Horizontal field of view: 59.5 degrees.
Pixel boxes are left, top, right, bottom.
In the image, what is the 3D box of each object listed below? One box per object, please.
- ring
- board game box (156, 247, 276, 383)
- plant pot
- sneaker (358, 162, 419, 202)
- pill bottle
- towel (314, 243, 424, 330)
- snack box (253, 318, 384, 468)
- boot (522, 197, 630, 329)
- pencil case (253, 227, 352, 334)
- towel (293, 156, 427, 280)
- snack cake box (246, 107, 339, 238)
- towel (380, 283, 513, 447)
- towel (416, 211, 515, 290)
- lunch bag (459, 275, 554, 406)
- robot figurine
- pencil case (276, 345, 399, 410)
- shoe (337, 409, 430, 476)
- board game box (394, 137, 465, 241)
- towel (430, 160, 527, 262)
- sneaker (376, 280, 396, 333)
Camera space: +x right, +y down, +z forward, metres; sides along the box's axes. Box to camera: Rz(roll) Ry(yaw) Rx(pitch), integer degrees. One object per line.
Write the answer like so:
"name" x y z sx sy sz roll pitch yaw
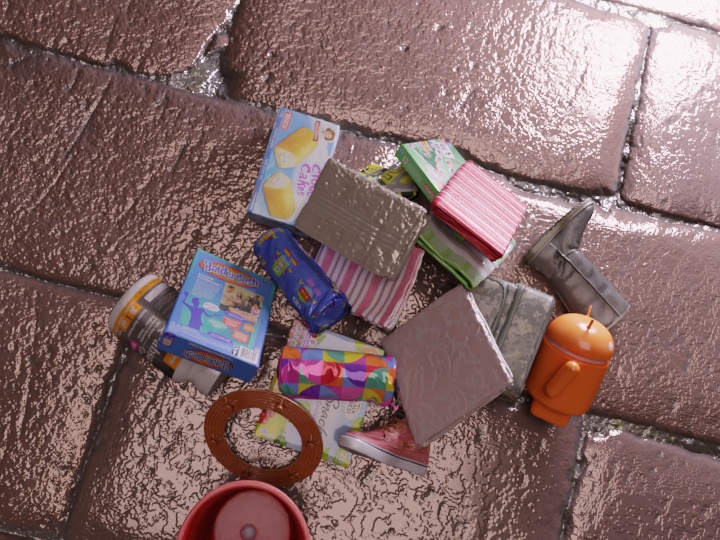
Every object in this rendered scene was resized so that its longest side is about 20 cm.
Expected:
"ring" -0.157 0.273 1.001 0.197 0.019 0.203 4 118 7
"board game box" -0.221 0.067 1.008 0.151 0.045 0.201 24 36 -15
"plant pot" -0.172 0.413 0.957 0.197 0.177 0.204 1 80 -6
"sneaker" 0.007 -0.147 1.122 0.198 0.075 0.077 -6 69 -30
"pill bottle" -0.300 0.109 1.033 0.199 0.116 0.117 36 79 3
"towel" 0.000 0.000 1.067 0.198 0.030 0.148 23 88 31
"snack box" -0.067 0.205 1.061 0.167 0.068 0.203 20 80 -1
"boot" 0.416 -0.004 1.142 0.182 0.073 0.200 -45 79 3
"pencil case" -0.099 0.011 1.056 0.200 0.078 0.087 49 118 25
"towel" 0.001 -0.083 1.024 0.199 0.034 0.134 31 97 13
"snack cake box" -0.118 -0.173 1.126 0.113 0.067 0.203 16 79 -1
"towel" 0.131 0.148 1.007 0.190 0.032 0.202 -39 48 22
"towel" 0.181 -0.058 1.082 0.149 0.031 0.200 41 38 10
"lunch bag" 0.219 0.113 1.075 0.166 0.140 0.202 21 77 17
"robot figurine" 0.351 0.160 1.058 0.142 0.117 0.203 5 111 -31
"pencil case" -0.035 0.169 0.996 0.197 0.088 0.090 7 79 -3
"shoe" 0.047 0.267 1.024 0.199 0.071 0.092 31 69 -39
"board game box" 0.164 -0.148 1.112 0.134 0.029 0.201 -18 66 -43
"towel" 0.204 -0.106 1.067 0.144 0.023 0.200 39 40 2
"sneaker" 0.061 0.009 1.112 0.094 0.079 0.203 1 81 -17
